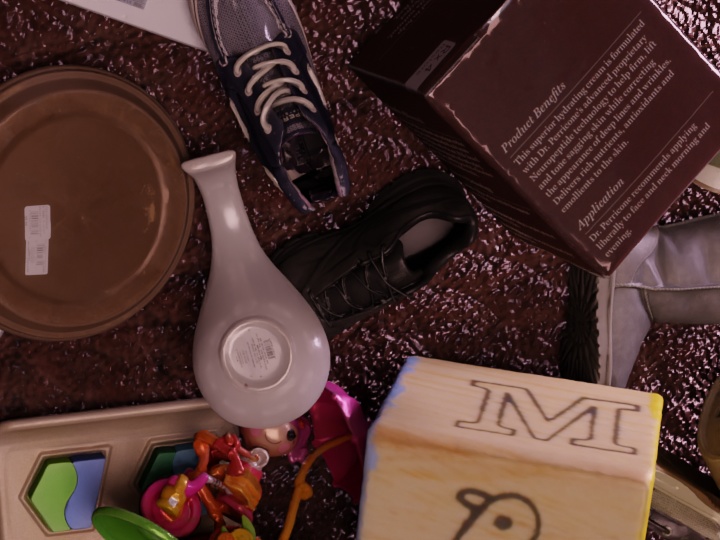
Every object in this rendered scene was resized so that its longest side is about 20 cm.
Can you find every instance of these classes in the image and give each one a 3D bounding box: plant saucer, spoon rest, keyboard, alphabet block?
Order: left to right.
[{"bbox_3d":[-0.205,-0.045,1.524,0.200,0.029,0.200,-7,105,-27],"label":"plant saucer"},{"bbox_3d":[-0.159,-0.202,1.527,0.200,0.011,0.056,18,105,-19],"label":"keyboard"},{"bbox_3d":[-0.083,0.015,1.554,0.099,0.061,0.200,-13,90,1],"label":"spoon rest"},{"bbox_3d":[0.107,0.189,1.576,0.200,0.196,0.195,8,107,8],"label":"alphabet block"}]

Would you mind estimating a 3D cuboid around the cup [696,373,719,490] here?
[{"bbox_3d":[0.346,0.132,1.663,0.143,0.200,0.200,27,96,-18],"label":"cup"}]

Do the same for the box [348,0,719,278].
[{"bbox_3d":[0.134,-0.129,1.541,0.166,0.164,0.200,-47,112,-4],"label":"box"}]

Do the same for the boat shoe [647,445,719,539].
[{"bbox_3d":[0.270,0.203,1.734,0.200,0.073,0.065,36,107,-21],"label":"boat shoe"}]

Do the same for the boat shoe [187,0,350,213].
[{"bbox_3d":[-0.059,-0.134,1.521,0.075,0.093,0.200,-27,114,-3],"label":"boat shoe"}]

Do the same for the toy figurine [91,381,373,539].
[{"bbox_3d":[-0.071,0.157,1.586,0.200,0.150,0.184,33,64,-10],"label":"toy figurine"}]

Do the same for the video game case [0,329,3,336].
[{"bbox_3d":[-0.330,-0.018,1.522,0.200,0.022,0.182,28,96,-22],"label":"video game case"}]

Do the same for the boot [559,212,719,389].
[{"bbox_3d":[0.262,0.034,1.688,0.200,0.073,0.182,-1,107,-23],"label":"boot"}]

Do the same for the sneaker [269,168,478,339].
[{"bbox_3d":[0.000,0.000,1.585,0.200,0.091,0.076,-38,114,-2],"label":"sneaker"}]

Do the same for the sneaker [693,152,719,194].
[{"bbox_3d":[0.353,-0.097,1.669,0.200,0.067,0.090,8,108,-15],"label":"sneaker"}]

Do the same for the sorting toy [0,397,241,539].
[{"bbox_3d":[-0.176,0.197,1.617,0.185,0.036,0.200,-6,107,-15],"label":"sorting toy"}]
